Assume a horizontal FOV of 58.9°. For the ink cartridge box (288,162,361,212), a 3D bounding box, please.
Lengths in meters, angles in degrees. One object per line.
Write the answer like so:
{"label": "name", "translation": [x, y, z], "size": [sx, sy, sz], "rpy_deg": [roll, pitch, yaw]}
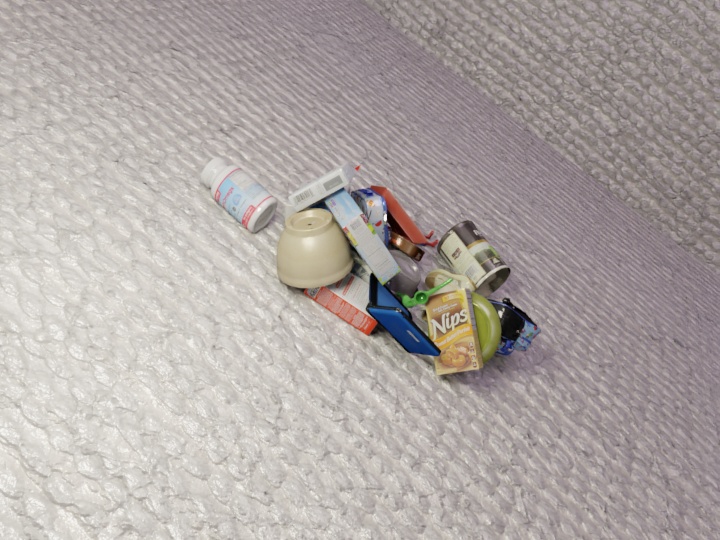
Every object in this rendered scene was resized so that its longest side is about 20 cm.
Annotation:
{"label": "ink cartridge box", "translation": [-0.087, -0.230, 1.634], "size": [0.048, 0.158, 0.201], "rpy_deg": [58, 20, -15]}

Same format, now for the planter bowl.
{"label": "planter bowl", "translation": [-0.121, -0.069, 1.580], "size": [0.195, 0.138, 0.202], "rpy_deg": [-5, 30, 3]}

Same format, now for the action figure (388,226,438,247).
{"label": "action figure", "translation": [0.157, -0.116, 2.014], "size": [0.196, 0.052, 0.066], "rpy_deg": [5, 49, -32]}

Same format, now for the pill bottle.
{"label": "pill bottle", "translation": [-0.320, -0.203, 1.671], "size": [0.199, 0.110, 0.109], "rpy_deg": [40, 35, 9]}

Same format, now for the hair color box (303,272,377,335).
{"label": "hair color box", "translation": [-0.036, 0.064, 1.633], "size": [0.198, 0.064, 0.111], "rpy_deg": [34, 36, -3]}

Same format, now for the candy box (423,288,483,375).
{"label": "candy box", "translation": [0.237, 0.156, 1.622], "size": [0.055, 0.113, 0.205], "rpy_deg": [7, 73, -65]}

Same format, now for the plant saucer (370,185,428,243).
{"label": "plant saucer", "translation": [0.100, -0.157, 1.856], "size": [0.201, 0.037, 0.200], "rpy_deg": [51, -3, -15]}

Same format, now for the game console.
{"label": "game console", "translation": [0.111, 0.108, 1.591], "size": [0.200, 0.169, 0.120], "rpy_deg": [45, 63, -33]}

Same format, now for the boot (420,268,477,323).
{"label": "boot", "translation": [0.217, 0.077, 1.800], "size": [0.155, 0.198, 0.073], "rpy_deg": [-46, 118, -19]}

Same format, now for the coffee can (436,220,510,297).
{"label": "coffee can", "translation": [0.351, -0.032, 1.987], "size": [0.144, 0.147, 0.202], "rpy_deg": [-7, 52, -43]}

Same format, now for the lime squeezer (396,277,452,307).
{"label": "lime squeezer", "translation": [0.150, 0.065, 1.632], "size": [0.070, 0.198, 0.038], "rpy_deg": [-30, 97, -42]}

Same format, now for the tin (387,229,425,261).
{"label": "tin", "translation": [0.126, -0.071, 1.864], "size": [0.111, 0.042, 0.200], "rpy_deg": [35, 4, 17]}

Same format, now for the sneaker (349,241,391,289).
{"label": "sneaker", "translation": [0.000, 0.000, 1.719], "size": [0.200, 0.087, 0.077], "rpy_deg": [44, 26, 17]}

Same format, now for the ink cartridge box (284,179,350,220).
{"label": "ink cartridge box", "translation": [-0.115, -0.174, 1.767], "size": [0.141, 0.086, 0.201], "rpy_deg": [8, 29, 8]}

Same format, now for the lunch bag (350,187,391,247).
{"label": "lunch bag", "translation": [0.026, -0.148, 1.778], "size": [0.074, 0.164, 0.200], "rpy_deg": [-8, 18, -14]}

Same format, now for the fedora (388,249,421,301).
{"label": "fedora", "translation": [0.092, 0.005, 1.780], "size": [0.198, 0.091, 0.178], "rpy_deg": [32, 35, -3]}

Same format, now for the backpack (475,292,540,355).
{"label": "backpack", "translation": [0.388, 0.162, 1.760], "size": [0.198, 0.137, 0.181], "rpy_deg": [29, -11, -29]}

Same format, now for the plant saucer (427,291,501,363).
{"label": "plant saucer", "translation": [0.266, 0.155, 1.658], "size": [0.200, 0.200, 0.031], "rpy_deg": [47, 12, 18]}

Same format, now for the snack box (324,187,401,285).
{"label": "snack box", "translation": [0.005, -0.086, 1.570], "size": [0.201, 0.067, 0.169], "rpy_deg": [52, 3, -34]}
